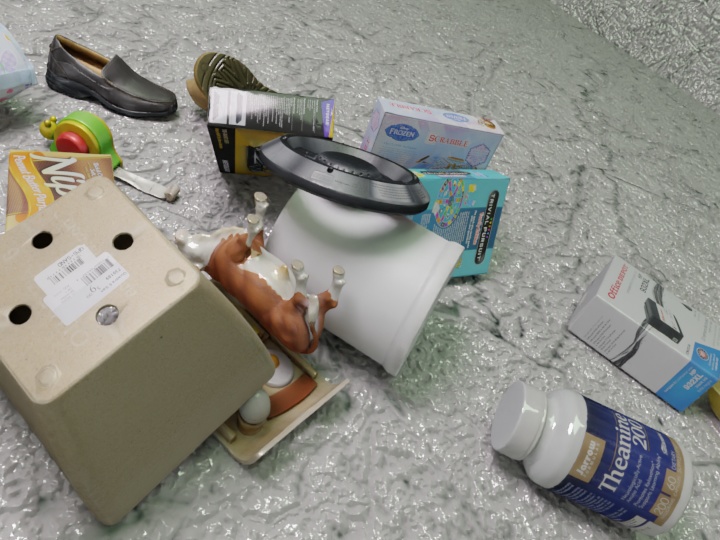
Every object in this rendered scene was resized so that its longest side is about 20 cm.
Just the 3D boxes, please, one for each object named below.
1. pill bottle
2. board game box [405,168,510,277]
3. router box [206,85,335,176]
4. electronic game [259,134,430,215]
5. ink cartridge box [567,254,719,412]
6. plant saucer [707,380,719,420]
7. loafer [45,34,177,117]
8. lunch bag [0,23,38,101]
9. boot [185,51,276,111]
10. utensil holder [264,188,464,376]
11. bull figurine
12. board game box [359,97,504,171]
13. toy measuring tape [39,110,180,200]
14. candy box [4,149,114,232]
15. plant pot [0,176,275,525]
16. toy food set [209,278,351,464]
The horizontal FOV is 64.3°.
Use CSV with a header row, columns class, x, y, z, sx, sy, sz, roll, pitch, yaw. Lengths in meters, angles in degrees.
class,x,y,z,sx,sy,sz,roll,pitch,yaw
pill bottle,0.254,0.204,0.647,0.196,0.112,0.112,25,40,-1
board game box,0.114,-0.065,0.826,0.196,0.154,0.047,-6,26,-32
router box,-0.122,-0.180,0.786,0.153,0.200,0.054,3,83,-8
electronic game,-0.016,-0.107,0.640,0.195,0.042,0.201,16,20,-6
ink cartridge box,0.440,0.090,0.882,0.199,0.085,0.145,37,42,14
plant saucer,0.620,0.241,0.844,0.196,0.049,0.202,-4,48,-30
loafer,-0.378,-0.293,0.878,0.195,0.073,0.074,13,40,-15
lunch bag,-0.543,-0.257,0.719,0.197,0.129,0.170,25,37,15
boot,-0.211,-0.265,0.854,0.198,0.067,0.174,26,0,44
utensil holder,0.000,0.000,0.691,0.197,0.172,0.170,30,40,8
bull figurine,-0.108,0.000,0.609,0.199,0.122,0.065,39,37,6
board game box,0.085,-0.144,0.859,0.196,0.202,0.042,4,43,-24
toy measuring tape,-0.334,-0.160,0.763,0.196,0.074,0.074,23,40,-2
candy box,-0.341,-0.056,0.660,0.113,0.056,0.202,-2,47,-28
plant pot,-0.210,0.049,0.479,0.199,0.178,0.199,40,64,19
toy food set,-0.125,0.091,0.613,0.199,0.061,0.143,41,43,17
